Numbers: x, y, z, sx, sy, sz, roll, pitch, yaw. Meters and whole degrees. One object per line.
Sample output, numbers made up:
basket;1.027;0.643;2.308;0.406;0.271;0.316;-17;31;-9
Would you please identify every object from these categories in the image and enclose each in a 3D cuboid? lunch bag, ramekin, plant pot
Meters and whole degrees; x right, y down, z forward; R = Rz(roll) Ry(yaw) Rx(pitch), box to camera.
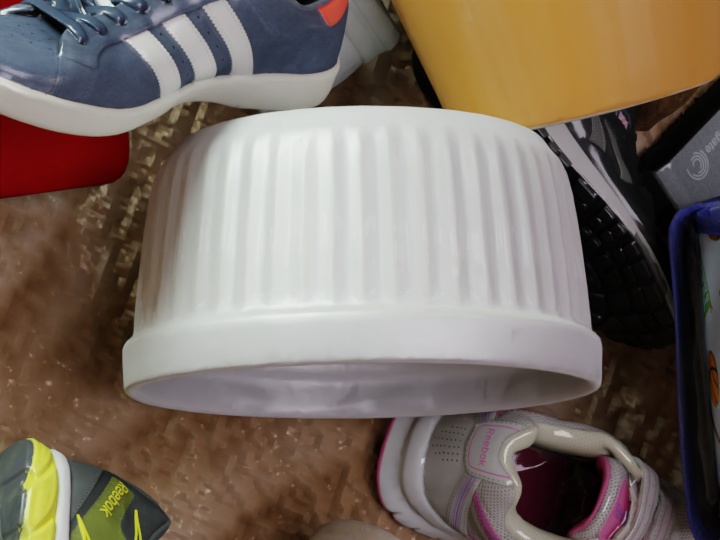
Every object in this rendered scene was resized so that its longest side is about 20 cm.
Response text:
lunch bag;0.209;0.049;1.035;0.123;0.200;0.171;-7;96;-8
ramekin;0.000;0.000;0.936;0.200;0.200;0.105;5;78;-32
plant pot;0.079;-0.160;0.951;0.200;0.200;0.184;-19;99;-31

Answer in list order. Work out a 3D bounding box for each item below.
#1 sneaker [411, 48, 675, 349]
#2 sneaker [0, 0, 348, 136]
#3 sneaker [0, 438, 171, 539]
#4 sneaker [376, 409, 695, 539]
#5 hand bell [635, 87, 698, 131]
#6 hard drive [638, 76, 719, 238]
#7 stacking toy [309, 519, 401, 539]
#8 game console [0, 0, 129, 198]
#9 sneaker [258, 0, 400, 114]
sneaker;0.115;-0.058;1.082;0.088;0.076;0.200;-44;110;-31
sneaker;-0.080;-0.108;0.881;0.200;0.075;0.085;-13;131;-48
sneaker;-0.113;0.167;0.901;0.084;0.074;0.201;14;64;-29
sneaker;0.107;0.120;1.059;0.200;0.088;0.082;23;76;-30
hand bell;0.175;-0.135;1.061;0.104;0.200;0.104;13;47;-15
hard drive;0.238;-0.015;1.179;0.140;0.033;0.200;-44;110;-25
stacking toy;-0.040;0.204;0.958;0.200;0.085;0.085;-49;112;-28
game console;-0.195;-0.124;0.919;0.172;0.119;0.201;-8;92;-1
sneaker;-0.070;-0.150;0.966;0.088;0.075;0.200;-35;115;8
